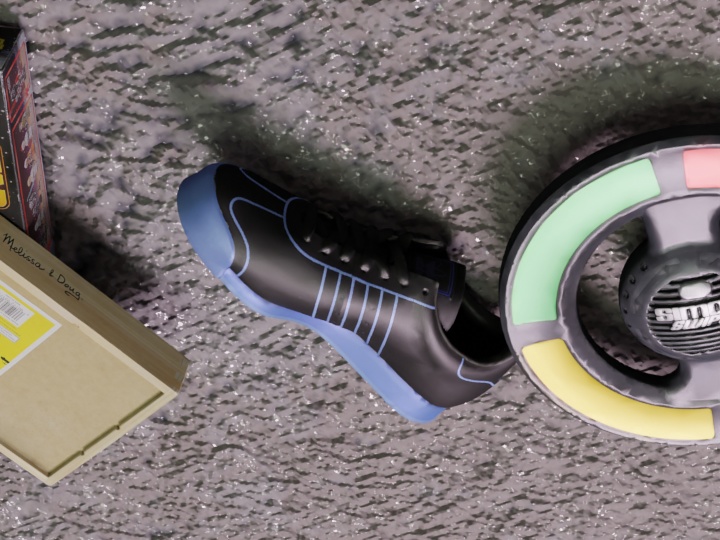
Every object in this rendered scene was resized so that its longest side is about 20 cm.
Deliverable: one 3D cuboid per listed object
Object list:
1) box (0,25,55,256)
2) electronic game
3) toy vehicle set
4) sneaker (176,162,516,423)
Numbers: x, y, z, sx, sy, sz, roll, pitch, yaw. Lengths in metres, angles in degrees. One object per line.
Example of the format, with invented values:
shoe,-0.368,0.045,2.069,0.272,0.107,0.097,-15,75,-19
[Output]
box,-0.235,-0.044,1.013,0.135,0.040,0.201,8,133,8
electronic game,0.167,0.012,0.947,0.197,0.042,0.202,2,130,3
toy vehicle set,-0.204,0.028,1.025,0.200,0.027,0.124,40,129,-22
sneaker,0.000,0.000,0.979,0.078,0.071,0.199,-33,124,32
